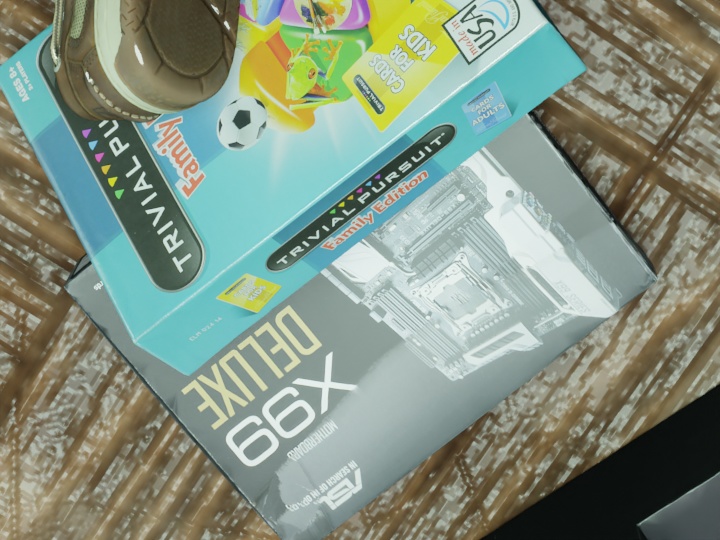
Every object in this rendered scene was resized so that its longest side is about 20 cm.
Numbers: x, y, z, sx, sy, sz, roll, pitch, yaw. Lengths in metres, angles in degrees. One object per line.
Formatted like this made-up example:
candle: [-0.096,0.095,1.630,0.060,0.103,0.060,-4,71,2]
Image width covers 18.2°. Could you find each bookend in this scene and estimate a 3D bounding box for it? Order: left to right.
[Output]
bookend: [0.137,0.137,0.911,0.200,0.199,0.092,-34,100,8]

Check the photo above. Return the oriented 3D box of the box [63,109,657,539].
box: [0.000,0.000,0.954,0.200,0.050,0.158,-37,101,9]

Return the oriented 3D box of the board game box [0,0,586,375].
board game box: [-0.033,-0.080,0.890,0.200,0.047,0.151,-37,59,9]

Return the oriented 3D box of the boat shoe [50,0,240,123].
boat shoe: [-0.084,-0.152,0.877,0.075,0.203,0.075,28,150,-34]
